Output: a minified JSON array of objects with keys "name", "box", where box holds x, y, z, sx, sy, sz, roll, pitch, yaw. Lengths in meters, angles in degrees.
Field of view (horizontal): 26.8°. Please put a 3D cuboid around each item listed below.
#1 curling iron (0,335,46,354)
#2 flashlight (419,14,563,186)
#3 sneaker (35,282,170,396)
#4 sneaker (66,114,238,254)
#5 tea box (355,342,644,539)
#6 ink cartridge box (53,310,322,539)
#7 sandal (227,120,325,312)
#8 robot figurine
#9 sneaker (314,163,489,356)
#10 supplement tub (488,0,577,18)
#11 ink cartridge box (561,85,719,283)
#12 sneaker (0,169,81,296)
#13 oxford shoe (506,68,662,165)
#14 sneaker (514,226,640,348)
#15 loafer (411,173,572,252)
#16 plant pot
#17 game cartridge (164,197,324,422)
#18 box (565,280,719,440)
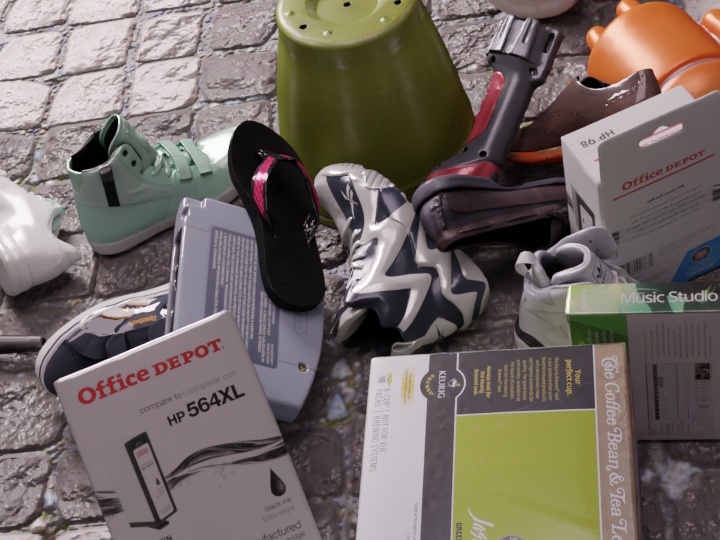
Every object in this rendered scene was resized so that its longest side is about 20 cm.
[{"name":"curling iron","box":[-0.381,0.073,1.370,0.198,0.026,0.050,-2,11,7]},{"name":"flashlight","box":[0.111,-0.131,1.357,0.067,0.068,0.201,23,83,-16]},{"name":"sneaker","box":[-0.179,0.063,1.297,0.199,0.079,0.079,-26,42,-12]},{"name":"sneaker","box":[-0.182,-0.107,1.427,0.200,0.119,0.074,-32,47,-17]},{"name":"tea box","box":[0.105,0.173,1.090,0.195,0.134,0.201,-4,48,11]},{"name":"ink cartridge box","box":[-0.127,0.148,1.134,0.145,0.084,0.201,-22,87,-6]},{"name":"sandal","box":[-0.065,-0.056,1.308,0.075,0.045,0.201,3,52,-26]},{"name":"robot figurine","box":[0.282,-0.164,1.369,0.143,0.117,0.200,-15,44,-17]},{"name":"sneaker","box":[0.000,0.000,1.299,0.129,0.080,0.199,-37,71,-24]},{"name":"supplement tub","box":[0.194,-0.367,1.570,0.122,0.123,0.201,6,49,18]},{"name":"ink cartridge box","box":[0.233,-0.070,1.235,0.115,0.201,0.067,-23,47,-9]},{"name":"sneaker","box":[-0.334,-0.056,1.462,0.088,0.076,0.200,-20,51,-22]},{"name":"oxford shoe","box":[0.195,-0.134,1.345,0.071,0.073,0.199,-6,0,-40]},{"name":"sneaker","box":[0.216,0.032,1.204,0.198,0.115,0.075,6,50,19]},{"name":"loafer","box":[0.138,-0.038,1.292,0.199,0.072,0.063,2,55,-27]},{"name":"plant pot","box":[0.005,-0.177,1.393,0.199,0.194,0.201,-7,47,7]},{"name":"game cartridge","box":[-0.096,0.033,1.270,0.132,0.042,0.201,19,46,-21]},{"name":"box","box":[0.259,0.069,1.139,0.198,0.145,0.036,-2,43,11]}]
